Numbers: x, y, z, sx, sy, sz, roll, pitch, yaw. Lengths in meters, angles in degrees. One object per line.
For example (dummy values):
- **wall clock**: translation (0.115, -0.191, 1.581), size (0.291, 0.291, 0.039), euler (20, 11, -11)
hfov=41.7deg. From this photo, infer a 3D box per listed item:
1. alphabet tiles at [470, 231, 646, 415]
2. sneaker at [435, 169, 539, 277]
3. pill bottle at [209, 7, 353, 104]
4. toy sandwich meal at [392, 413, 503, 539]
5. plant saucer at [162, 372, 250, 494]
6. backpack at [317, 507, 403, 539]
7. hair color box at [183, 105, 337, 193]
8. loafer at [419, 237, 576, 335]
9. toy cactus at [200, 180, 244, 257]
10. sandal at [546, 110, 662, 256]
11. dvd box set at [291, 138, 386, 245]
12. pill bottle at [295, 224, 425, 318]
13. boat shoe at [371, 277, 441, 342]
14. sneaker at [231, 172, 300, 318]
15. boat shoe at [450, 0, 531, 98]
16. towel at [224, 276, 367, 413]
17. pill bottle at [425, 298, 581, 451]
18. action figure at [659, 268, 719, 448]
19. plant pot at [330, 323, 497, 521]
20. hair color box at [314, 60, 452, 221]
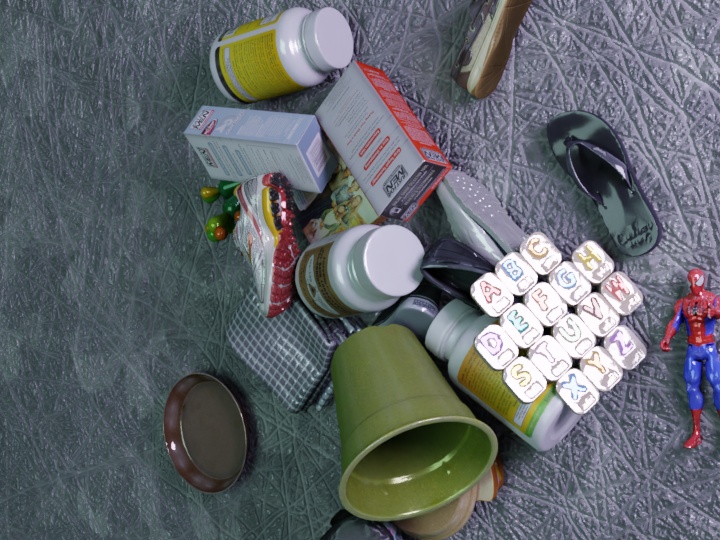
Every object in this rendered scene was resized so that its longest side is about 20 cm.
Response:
- **alphabet tiles**: translation (0.231, 0.058, 1.099), size (0.200, 0.015, 0.196), euler (-39, 82, -13)
- **sneaker**: translation (0.150, -0.047, 1.213), size (0.200, 0.076, 0.081), euler (54, 132, 22)
- **pill bottle**: translation (-0.113, -0.312, 1.361), size (0.199, 0.112, 0.113), euler (-6, 91, 38)
- **toy sandwich meal**: translation (0.096, 0.266, 1.284), size (0.204, 0.070, 0.207), euler (4, 97, 40)
- **plant saucer**: translation (-0.250, 0.267, 1.567), size (0.199, 0.034, 0.202), euler (4, 97, 36)
- **backpack**: translation (-0.008, 0.398, 1.288), size (0.127, 0.200, 0.167), euler (43, 88, 11)
- **hair color box**: translation (-0.142, -0.173, 1.345), size (0.199, 0.099, 0.061), euler (10, 57, 29)
- **loafer**: translation (0.163, 0.030, 1.142), size (0.200, 0.070, 0.068), euler (28, 130, 12)
- **toy cactus**: translation (-0.172, -0.107, 1.438), size (0.166, 0.102, 0.200), euler (-56, 30, 3)
- **sandal**: translation (0.288, -0.110, 1.116), size (0.076, 0.043, 0.201), euler (-42, 69, 32)
- **dvd box set**: translation (-0.018, -0.119, 1.357), size (0.200, 0.029, 0.147), euler (-38, 72, 34)
- **pill bottle**: translation (0.000, 0.000, 1.247), size (0.200, 0.114, 0.115), euler (-16, 84, 63)
- **boat shoe**: translation (0.054, 0.069, 1.287), size (0.073, 0.068, 0.200), euler (25, 146, -3)
- **sneaker**: translation (-0.134, -0.034, 1.329), size (0.082, 0.078, 0.202), euler (-3, 92, 28)
- **boat shoe**: translation (0.163, -0.317, 1.174), size (0.065, 0.073, 0.201), euler (31, 112, 26)
- **towel**: translation (-0.102, 0.096, 1.407), size (0.200, 0.085, 0.166), euler (46, 120, 25)
- **pill bottle**: translation (0.180, 0.121, 1.176), size (0.200, 0.111, 0.112), euler (37, 115, 29)
- **action figure**: translation (0.370, 0.099, 1.041), size (0.065, 0.099, 0.202), euler (-5, 89, 36)
- **plant pot**: translation (0.043, 0.173, 1.178), size (0.200, 0.199, 0.191), euler (-51, 41, 28)
- **hair color box**: translation (0.026, -0.172, 1.245), size (0.102, 0.061, 0.201), euler (-49, 54, 29)
